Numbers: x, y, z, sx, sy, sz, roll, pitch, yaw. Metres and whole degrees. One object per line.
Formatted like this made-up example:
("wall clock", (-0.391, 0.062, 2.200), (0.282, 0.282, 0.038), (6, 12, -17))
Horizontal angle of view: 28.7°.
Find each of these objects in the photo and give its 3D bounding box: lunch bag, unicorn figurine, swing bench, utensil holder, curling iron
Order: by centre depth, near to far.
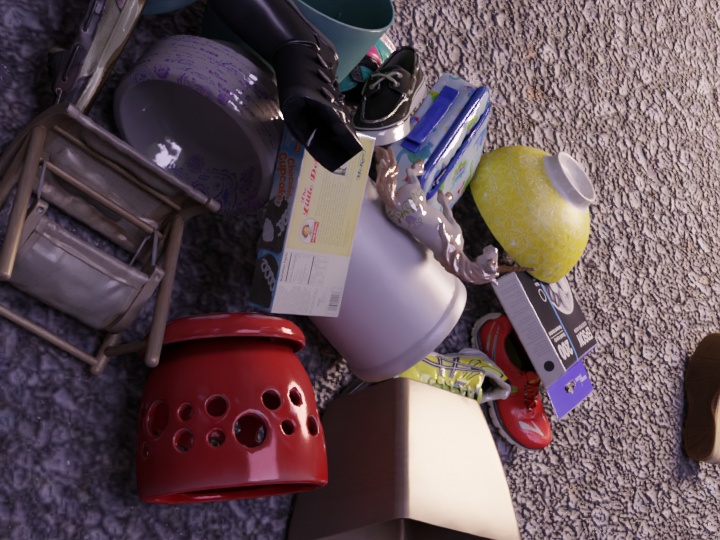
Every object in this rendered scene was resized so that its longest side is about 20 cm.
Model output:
("swing bench", (-0.278, -0.029, 1.418), (0.198, 0.129, 0.201), (35, 61, -33))
("unicorn figurine", (0.087, -0.053, 1.599), (0.199, 0.074, 0.138), (25, 30, -20))
("utensil holder", (0.000, 0.000, 1.643), (0.200, 0.169, 0.170), (50, 54, -22))
("lunch bag", (0.090, -0.137, 1.752), (0.200, 0.082, 0.161), (-55, 160, -33))
("curling iron", (0.032, 0.100, 1.753), (0.050, 0.026, 0.200), (45, 58, -2))

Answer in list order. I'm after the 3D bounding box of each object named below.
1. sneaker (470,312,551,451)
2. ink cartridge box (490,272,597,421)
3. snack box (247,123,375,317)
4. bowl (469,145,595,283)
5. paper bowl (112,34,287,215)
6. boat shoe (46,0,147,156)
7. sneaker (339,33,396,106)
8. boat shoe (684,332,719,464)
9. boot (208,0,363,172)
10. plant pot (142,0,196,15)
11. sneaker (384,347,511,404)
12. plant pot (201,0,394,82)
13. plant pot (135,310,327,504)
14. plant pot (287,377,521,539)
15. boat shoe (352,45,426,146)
("sneaker", (0.210, 0.150, 1.863), (0.077, 0.085, 0.201), (-33, 105, -39))
("ink cartridge box", (0.260, 0.083, 1.875), (0.201, 0.043, 0.198), (65, 24, 2))
("snack box", (-0.050, -0.053, 1.479), (0.116, 0.037, 0.202), (7, 96, -54))
("bowl", (0.246, -0.095, 1.866), (0.200, 0.107, 0.201), (38, 30, -27))
("paper bowl", (-0.156, -0.165, 1.503), (0.201, 0.200, 0.105), (50, 53, -24))
("boat shoe", (-0.290, -0.212, 1.449), (0.066, 0.072, 0.202), (30, 98, -11))
("sneaker", (-0.039, -0.267, 1.711), (0.200, 0.083, 0.122), (36, 51, -34))
("boat shoe", (0.544, 0.198, 2.176), (0.064, 0.071, 0.202), (21, 77, -45))
("boot", (-0.077, -0.200, 1.388), (0.164, 0.066, 0.201), (31, 28, -26))
("plant pot", (-0.224, -0.358, 1.499), (0.200, 0.199, 0.135), (-47, 141, -36))
("sneaker", (0.110, 0.140, 1.767), (0.199, 0.076, 0.076), (-10, 117, -41))
("plant pot", (-0.086, -0.275, 1.584), (0.200, 0.161, 0.201), (26, 32, -18))
("plant pot", (-0.136, 0.145, 1.475), (0.199, 0.200, 0.184), (9, 72, -41))
("plant pot", (0.050, 0.236, 1.644), (0.199, 0.199, 0.178), (21, 58, -38))
("boat shoe", (0.030, -0.207, 1.655), (0.200, 0.070, 0.064), (-65, 152, -57))
